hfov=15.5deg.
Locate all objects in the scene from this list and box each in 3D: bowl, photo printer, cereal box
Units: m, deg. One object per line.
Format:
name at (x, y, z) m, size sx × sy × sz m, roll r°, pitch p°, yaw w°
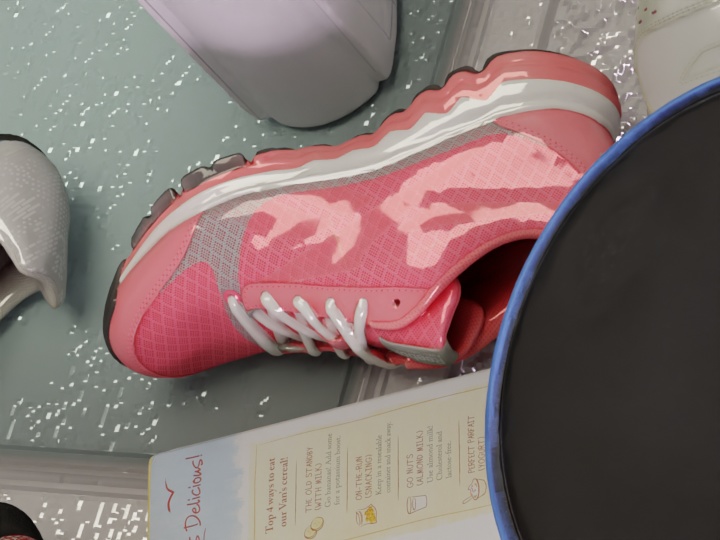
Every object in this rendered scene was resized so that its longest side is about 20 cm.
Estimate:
bowl at (0.120, 0.033, 0.734) m, size 0.200 × 0.039 × 0.201 m, roll -15°, pitch 65°, yaw 35°
photo printer at (-0.059, -0.168, 0.944) m, size 0.069 × 0.200 × 0.167 m, roll -16°, pitch 56°, yaw 22°
cereal box at (0.024, 0.106, 0.830) m, size 0.199 × 0.040 × 0.144 m, roll -15°, pitch 57°, yaw 24°

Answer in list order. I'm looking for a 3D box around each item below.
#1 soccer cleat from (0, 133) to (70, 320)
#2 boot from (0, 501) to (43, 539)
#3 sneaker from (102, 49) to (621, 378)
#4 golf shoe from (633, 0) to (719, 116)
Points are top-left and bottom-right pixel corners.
soccer cleat at (-0.198, 0.018, 1.001) m, size 0.200 × 0.070 × 0.087 m, roll -29°, pitch 51°, yaw 13°
boot at (-0.144, 0.182, 0.881) m, size 0.200 × 0.072 × 0.144 m, roll -63°, pitch 30°, yaw 0°
sneaker at (0.000, 0.000, 0.889) m, size 0.200 × 0.074 × 0.087 m, roll -25°, pitch 53°, yaw 16°
golf shoe at (0.179, -0.073, 0.837) m, size 0.199 × 0.075 × 0.092 m, roll 1°, pitch 83°, yaw 31°
